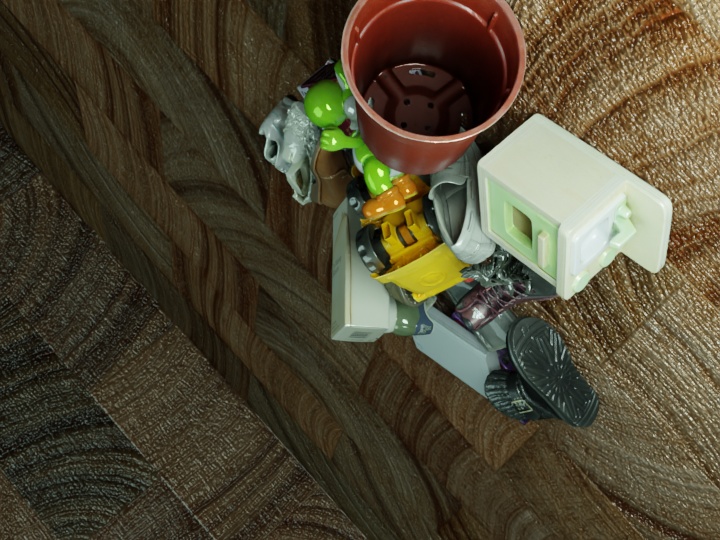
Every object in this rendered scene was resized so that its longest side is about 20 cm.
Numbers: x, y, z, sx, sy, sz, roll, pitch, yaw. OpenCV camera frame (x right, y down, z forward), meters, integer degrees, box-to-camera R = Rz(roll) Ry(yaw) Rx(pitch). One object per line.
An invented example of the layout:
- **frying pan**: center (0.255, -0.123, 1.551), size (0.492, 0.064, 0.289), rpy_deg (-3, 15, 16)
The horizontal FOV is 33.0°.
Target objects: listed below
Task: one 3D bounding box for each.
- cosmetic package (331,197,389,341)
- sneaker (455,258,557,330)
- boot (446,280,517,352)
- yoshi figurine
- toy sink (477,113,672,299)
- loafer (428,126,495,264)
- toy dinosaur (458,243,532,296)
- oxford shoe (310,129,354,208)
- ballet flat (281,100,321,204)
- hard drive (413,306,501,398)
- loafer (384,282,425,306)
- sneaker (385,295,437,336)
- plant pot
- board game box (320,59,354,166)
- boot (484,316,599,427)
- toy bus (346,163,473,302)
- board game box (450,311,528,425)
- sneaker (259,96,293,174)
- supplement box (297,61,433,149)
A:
- **cosmetic package**: center (0.000, 0.000, 1.852), size (0.104, 0.072, 0.202), rpy_deg (131, 140, -69)
- **sneaker**: center (0.195, 0.039, 1.646), size (0.076, 0.115, 0.200), rpy_deg (51, 161, -3)
- **boot**: center (0.147, 0.032, 1.835), size (0.200, 0.073, 0.182), rpy_deg (48, 164, -12)
- **yoshi figurine**: center (-0.008, -0.167, 1.543), size (0.112, 0.111, 0.201), rpy_deg (8, 122, 65)
- **toy sink**: center (0.237, -0.058, 1.384), size (0.200, 0.112, 0.131), rpy_deg (39, 158, 29)
- **loafer**: center (0.119, -0.104, 1.514), size (0.070, 0.070, 0.201), rpy_deg (21, -133, -45)
- **toy dinosaur**: center (0.189, -0.047, 1.528), size (0.200, 0.101, 0.137), rpy_deg (45, 122, 52)
- **oxford shoe**: center (-0.034, -0.157, 1.824), size (0.071, 0.072, 0.200), rpy_deg (22, 157, 11)
- **ballet flat**: center (-0.090, -0.173, 1.896), size (0.072, 0.072, 0.201), rpy_deg (38, 156, 31)
- **hard drive**: center (0.152, 0.126, 1.959), size (0.200, 0.026, 0.132), rpy_deg (34, 155, 41)
- **loafer**: center (0.039, -0.042, 1.767), size (0.067, 0.076, 0.202), rpy_deg (-8, 99, 51)
- **sneaker**: center (0.075, 0.037, 1.920), size (0.201, 0.089, 0.068), rpy_deg (-90, 12, -54)
- **plant pot**: center (0.073, -0.209, 1.386), size (0.201, 0.200, 0.195), rpy_deg (48, 169, 8)
- **board game box**: center (-0.011, -0.196, 1.815), size (0.200, 0.026, 0.200), rpy_deg (51, 161, 1)
- **boot**: center (0.236, 0.149, 1.768), size (0.157, 0.079, 0.212), rpy_deg (4, 136, 55)
- **toy bus**: center (0.089, -0.061, 1.678), size (0.192, 0.135, 0.201), rpy_deg (33, -144, -49)
- **board game box**: center (0.214, 0.153, 1.947), size (0.200, 0.032, 0.120), rpy_deg (47, 156, 13)
- **sneaker**: center (-0.117, -0.188, 1.986), size (0.070, 0.080, 0.201), rpy_deg (32, 155, 37)
- **supplement box**: center (0.012, -0.227, 1.623), size (0.199, 0.061, 0.109), rpy_deg (-1, 127, 55)
